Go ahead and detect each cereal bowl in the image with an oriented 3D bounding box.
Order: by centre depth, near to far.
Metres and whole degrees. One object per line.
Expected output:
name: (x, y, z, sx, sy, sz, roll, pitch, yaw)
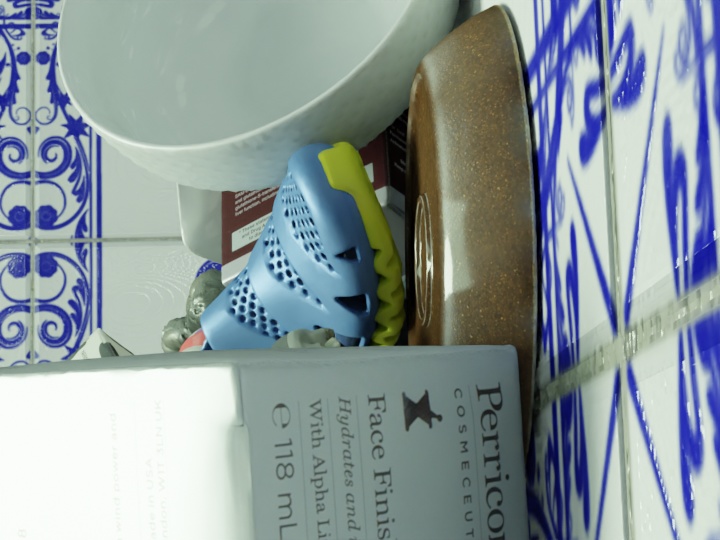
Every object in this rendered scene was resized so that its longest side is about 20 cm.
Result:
cereal bowl: (-0.039, -0.119, 0.822, 0.083, 0.200, 0.200, 49, -150, -50)

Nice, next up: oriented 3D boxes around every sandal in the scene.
sandal: (-0.032, 0.022, 0.787, 0.200, 0.087, 0.080, 100, 156, -49)

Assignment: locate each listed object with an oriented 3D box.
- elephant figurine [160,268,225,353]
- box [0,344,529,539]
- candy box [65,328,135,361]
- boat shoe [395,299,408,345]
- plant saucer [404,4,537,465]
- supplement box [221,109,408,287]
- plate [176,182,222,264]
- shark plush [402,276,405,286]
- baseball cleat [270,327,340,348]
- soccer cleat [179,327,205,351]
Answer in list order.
elephant figurine: (-0.037, 0.004, 1.168, 0.200, 0.155, 0.142, -57, -2, -40)
box: (-0.052, 0.128, 0.608, 0.200, 0.131, 0.199, -6, 88, 45)
candy box: (-0.099, 0.138, 1.079, 0.200, 0.061, 0.136, 42, -175, -36)
boat shoe: (-0.005, 0.090, 0.951, 0.201, 0.074, 0.063, 118, 149, -49)
plant saucer: (0.040, -0.005, 0.686, 0.200, 0.034, 0.200, 179, 90, -88)
supplement box: (-0.015, -0.084, 0.893, 0.061, 0.109, 0.200, 33, -136, -43)
plate: (-0.041, -0.089, 1.017, 0.200, 0.032, 0.200, 20, -120, -55)
shark plush: (0.000, 0.000, 0.974, 0.091, 0.083, 0.200, -124, 41, -51)
baseball cleat: (-0.018, 0.091, 0.763, 0.070, 0.106, 0.200, 63, -172, 30)
soccer cleat: (-0.031, 0.108, 1.052, 0.068, 0.200, 0.073, -42, 9, 32)
